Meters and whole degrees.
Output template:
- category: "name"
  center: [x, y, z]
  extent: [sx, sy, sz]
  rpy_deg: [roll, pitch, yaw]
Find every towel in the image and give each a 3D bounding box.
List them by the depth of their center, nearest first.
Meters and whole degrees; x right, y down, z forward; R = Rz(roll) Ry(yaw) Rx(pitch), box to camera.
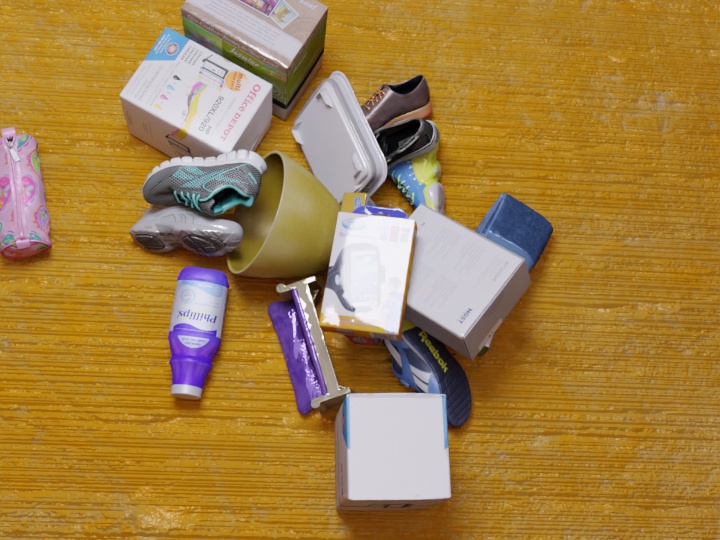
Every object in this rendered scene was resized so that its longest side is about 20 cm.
- category: "towel"
  center: [0.232, -0.034, 1.621]
  extent: [0.111, 0.049, 0.200]
  rpy_deg: [32, 52, 8]

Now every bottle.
- category: "bottle"
  center: [-0.257, 0.098, 1.561]
  extent: [0.083, 0.065, 0.201]
  rpy_deg: [8, 73, -4]

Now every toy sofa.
- category: "toy sofa"
  center: [-0.082, 0.119, 1.553]
  extent: [0.097, 0.083, 0.201]
  rpy_deg: [-18, 75, 2]

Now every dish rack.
- category: "dish rack"
  center: [-0.043, -0.198, 1.616]
  extent: [0.043, 0.172, 0.201]
  rpy_deg: [-17, 75, -35]

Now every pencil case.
- category: "pencil case"
  center: [-0.542, -0.121, 1.592]
  extent: [0.087, 0.087, 0.201]
  rpy_deg: [-9, 75, -8]

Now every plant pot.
- category: "plant pot"
  center: [-0.105, -0.069, 1.579]
  extent: [0.141, 0.200, 0.201]
  rpy_deg: [20, 70, -26]

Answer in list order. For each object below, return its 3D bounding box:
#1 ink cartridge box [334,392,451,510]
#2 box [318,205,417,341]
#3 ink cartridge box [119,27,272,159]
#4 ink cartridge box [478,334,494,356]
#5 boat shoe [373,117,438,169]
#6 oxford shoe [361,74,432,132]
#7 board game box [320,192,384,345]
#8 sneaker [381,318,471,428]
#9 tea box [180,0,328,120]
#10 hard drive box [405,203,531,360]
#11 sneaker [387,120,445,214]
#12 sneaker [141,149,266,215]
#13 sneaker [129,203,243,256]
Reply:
- category: "ink cartridge box"
  center: [0.041, 0.269, 1.467]
  extent: [0.145, 0.200, 0.148]
  rpy_deg: [1, 73, -7]
- category: "box"
  center: [0.014, -0.004, 1.466]
  extent: [0.118, 0.041, 0.201]
  rpy_deg: [6, 75, 10]
- category: "ink cartridge box"
  center: [-0.260, -0.260, 1.628]
  extent: [0.199, 0.145, 0.148]
  rpy_deg: [29, 72, 3]
- category: "ink cartridge box"
  center: [0.127, 0.048, 1.615]
  extent: [0.199, 0.059, 0.104]
  rpy_deg: [23, 70, 1]
- category: "boat shoe"
  center: [0.028, -0.197, 1.631]
  extent: [0.199, 0.064, 0.071]
  rpy_deg: [-25, 67, 26]
- category: "oxford shoe"
  center: [0.026, -0.274, 1.686]
  extent: [0.199, 0.073, 0.071]
  rpy_deg: [-25, 42, -18]
- category: "board game box"
  center: [0.000, 0.000, 1.570]
  extent: [0.040, 0.153, 0.201]
  rpy_deg: [3, 71, 22]
- category: "sneaker"
  center: [0.104, 0.159, 1.579]
  extent: [0.074, 0.082, 0.201]
  rpy_deg: [-33, 94, -45]
- category: "tea box"
  center: [-0.172, -0.383, 1.647]
  extent: [0.199, 0.197, 0.134]
  rpy_deg: [30, 73, 5]
- category: "hard drive box"
  center: [0.128, 0.014, 1.507]
  extent: [0.200, 0.077, 0.156]
  rpy_deg: [32, 73, 31]
- category: "sneaker"
  center: [0.085, -0.149, 1.677]
  extent: [0.104, 0.076, 0.201]
  rpy_deg: [-4, 75, 14]
- category: "sneaker"
  center: [-0.242, -0.123, 1.529]
  extent: [0.199, 0.078, 0.092]
  rpy_deg: [-11, 52, 11]
- category: "sneaker"
  center: [-0.268, -0.082, 1.584]
  extent: [0.199, 0.078, 0.100]
  rpy_deg: [6, 60, 23]
